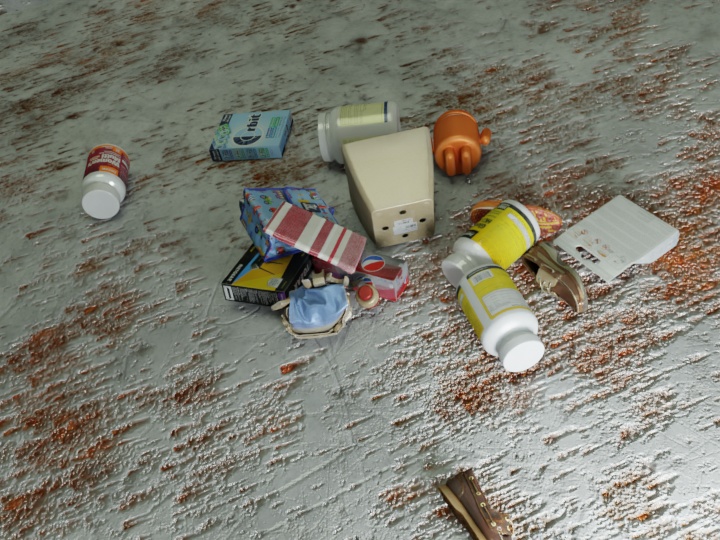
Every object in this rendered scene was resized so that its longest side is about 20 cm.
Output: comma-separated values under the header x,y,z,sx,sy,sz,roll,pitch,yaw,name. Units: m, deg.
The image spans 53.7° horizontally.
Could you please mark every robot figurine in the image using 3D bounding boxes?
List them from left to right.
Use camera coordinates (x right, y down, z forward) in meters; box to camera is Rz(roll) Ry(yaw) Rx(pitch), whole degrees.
x,y,z,sx,sy,sz,roll,pitch,yaw,name
0.238,-0.317,1.745,0.144,0.116,0.201,-37,33,33,robot figurine

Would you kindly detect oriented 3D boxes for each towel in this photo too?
x,y,z,sx,sy,sz,roll,pitch,yaw,name
-0.091,-0.069,1.464,0.199,0.023,0.144,25,30,-2,towel

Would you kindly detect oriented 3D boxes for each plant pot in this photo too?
x,y,z,sx,sy,sz,roll,pitch,yaw,name
0.079,-0.171,1.588,0.199,0.200,0.178,-12,55,-1,plant pot

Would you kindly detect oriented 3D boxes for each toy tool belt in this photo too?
x,y,z,sx,sy,sz,roll,pitch,yaw,name
-0.066,0.061,1.403,0.199,0.123,0.125,-18,64,6,toy tool belt

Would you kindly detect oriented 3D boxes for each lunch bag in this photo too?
x,y,z,sx,sy,sz,roll,pitch,yaw,name
-0.145,-0.113,1.577,0.199,0.094,0.151,-11,47,-29,lunch bag

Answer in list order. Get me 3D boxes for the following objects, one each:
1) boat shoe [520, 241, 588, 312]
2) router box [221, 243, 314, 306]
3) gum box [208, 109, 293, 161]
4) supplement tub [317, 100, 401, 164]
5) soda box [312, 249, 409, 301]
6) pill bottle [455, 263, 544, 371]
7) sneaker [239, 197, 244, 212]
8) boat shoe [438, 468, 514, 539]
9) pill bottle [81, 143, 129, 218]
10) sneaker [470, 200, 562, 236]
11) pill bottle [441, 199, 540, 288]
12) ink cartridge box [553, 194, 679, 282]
x,y,z,sx,sy,sz,roll,pitch,yaw,name
0.383,0.021,1.415,0.071,0.076,0.200,-20,36,-4,boat shoe
-0.189,-0.003,1.546,0.148,0.051,0.200,7,38,18,router box
-0.299,-0.373,1.961,0.199,0.045,0.170,-2,46,11,gum box
0.001,-0.347,1.802,0.199,0.145,0.145,-4,45,8,supplement tub
0.000,0.000,1.515,0.199,0.064,0.070,15,49,26,soda box
0.264,0.089,1.337,0.111,0.112,0.200,-17,45,-6,pill bottle
-0.199,-0.125,1.683,0.199,0.077,0.085,29,52,22,sneaker
0.196,0.388,1.083,0.070,0.071,0.200,-27,46,-10,boat shoe
-0.664,-0.233,1.851,0.109,0.110,0.201,-12,44,0,pill bottle
0.344,-0.126,1.567,0.199,0.073,0.077,12,35,17,sneaker
0.265,-0.047,1.466,0.200,0.113,0.112,-39,51,-18,pill bottle
0.530,-0.059,1.484,0.200,0.047,0.160,-33,49,-13,ink cartridge box
